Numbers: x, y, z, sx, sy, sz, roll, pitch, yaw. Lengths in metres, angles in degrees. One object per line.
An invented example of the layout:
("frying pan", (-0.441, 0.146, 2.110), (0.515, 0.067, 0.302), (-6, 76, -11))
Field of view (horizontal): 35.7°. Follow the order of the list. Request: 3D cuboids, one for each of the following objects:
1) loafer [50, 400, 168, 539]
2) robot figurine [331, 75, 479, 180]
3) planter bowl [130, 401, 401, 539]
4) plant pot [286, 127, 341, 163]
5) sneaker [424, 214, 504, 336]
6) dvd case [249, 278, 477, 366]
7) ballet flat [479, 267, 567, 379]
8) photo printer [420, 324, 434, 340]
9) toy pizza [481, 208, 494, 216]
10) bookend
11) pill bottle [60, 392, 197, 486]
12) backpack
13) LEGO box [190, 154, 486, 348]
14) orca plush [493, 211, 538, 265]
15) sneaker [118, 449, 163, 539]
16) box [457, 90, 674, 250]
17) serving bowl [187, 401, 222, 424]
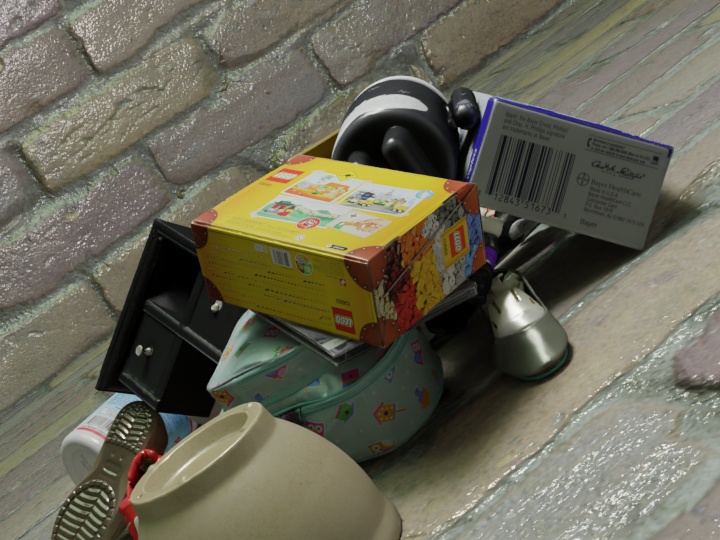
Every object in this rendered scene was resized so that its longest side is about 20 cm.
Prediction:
("loafer", (-0.266, 0.244, 1.230), (0.075, 0.068, 0.202), (24, 79, 33))
("robot figurine", (0.038, -0.115, 1.097), (0.148, 0.126, 0.201), (5, 24, 3))
("planter bowl", (-0.087, 0.186, 0.834), (0.199, 0.136, 0.200), (-32, 11, 7))
("plant pot", (-0.026, -0.044, 1.504), (0.177, 0.199, 0.200), (-52, -5, 30))
("sneaker", (0.069, 0.012, 1.046), (0.069, 0.101, 0.200), (7, -11, -15))
("dvd case", (-0.017, 0.012, 0.973), (0.147, 0.016, 0.199), (-25, 31, -28))
("ballet flat", (0.135, 0.041, 1.003), (0.067, 0.064, 0.200), (-31, 11, 5))
("photo printer", (0.050, 0.026, 1.227), (0.200, 0.070, 0.166), (-45, 16, -10))
("toy pizza", (0.146, -0.047, 1.449), (0.199, 0.032, 0.200), (-33, 10, 7))
("bookend", (-0.165, 0.076, 1.177), (0.198, 0.091, 0.202), (29, 100, 44))
("pill bottle", (-0.277, 0.198, 1.426), (0.108, 0.109, 0.200), (-23, 14, 43))
("backpack", (-0.030, 0.097, 1.014), (0.198, 0.155, 0.176), (-15, 24, 19))
("LEGO box", (-0.019, -0.024, 0.939), (0.198, 0.078, 0.148), (14, 36, 38))
("orca plush", (0.162, -0.059, 1.294), (0.200, 0.071, 0.105), (-46, -8, 6))
("sneaker", (-0.201, 0.218, 1.171), (0.076, 0.085, 0.200), (-31, 11, 9))
("box", (0.189, -0.107, 1.128), (0.200, 0.181, 0.106), (-103, 29, -79))
("serving bowl", (-0.120, 0.132, 1.326), (0.198, 0.066, 0.200), (-27, 2, 1))
